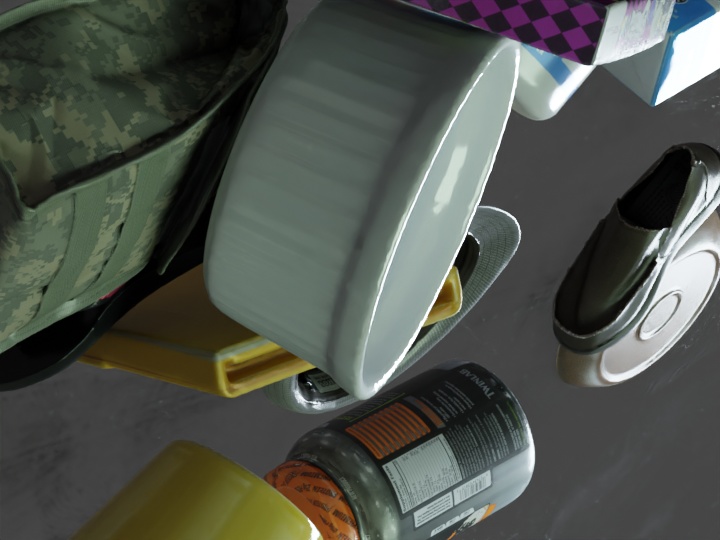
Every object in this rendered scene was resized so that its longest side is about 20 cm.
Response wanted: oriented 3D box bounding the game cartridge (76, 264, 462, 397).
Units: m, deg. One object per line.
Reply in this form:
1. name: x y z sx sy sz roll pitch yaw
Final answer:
1. game cartridge: -0.069 0.024 1.291 0.175 0.199 0.033 -19 105 -35

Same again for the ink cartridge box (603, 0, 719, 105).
1. ink cartridge box: 0.227 -0.203 1.470 0.199 0.116 0.068 -30 149 -29

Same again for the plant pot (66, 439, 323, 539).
1. plant pot: -0.127 0.226 1.496 0.190 0.200 0.201 -55 157 -17

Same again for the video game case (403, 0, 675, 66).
1. video game case: 0.053 -0.158 1.153 0.181 0.199 0.036 -26 136 -69

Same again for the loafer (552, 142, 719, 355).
1. loafer: 0.213 -0.026 1.777 0.201 0.073 0.071 -56 148 1

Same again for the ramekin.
1. ramekin: -0.001 -0.045 1.136 0.201 0.097 0.201 -62 169 -21

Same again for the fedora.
1. fedora: 0.000 0.000 1.463 0.200 0.090 0.176 -49 153 19

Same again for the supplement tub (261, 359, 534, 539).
1. supplement tub: 0.026 0.156 1.683 0.199 0.123 0.123 -24 146 -36

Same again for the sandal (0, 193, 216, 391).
1. sandal: -0.146 -0.007 1.237 0.199 0.075 0.045 -34 144 5

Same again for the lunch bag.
1. lunch bag: -0.130 -0.064 1.129 0.199 0.118 0.164 -29 166 -33

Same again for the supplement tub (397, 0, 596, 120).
1. supplement tub: 0.123 -0.202 1.312 0.200 0.132 0.132 -50 154 1

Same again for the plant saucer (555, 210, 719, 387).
1. plant saucer: 0.253 0.031 1.947 0.200 0.032 0.201 -36 152 -23
